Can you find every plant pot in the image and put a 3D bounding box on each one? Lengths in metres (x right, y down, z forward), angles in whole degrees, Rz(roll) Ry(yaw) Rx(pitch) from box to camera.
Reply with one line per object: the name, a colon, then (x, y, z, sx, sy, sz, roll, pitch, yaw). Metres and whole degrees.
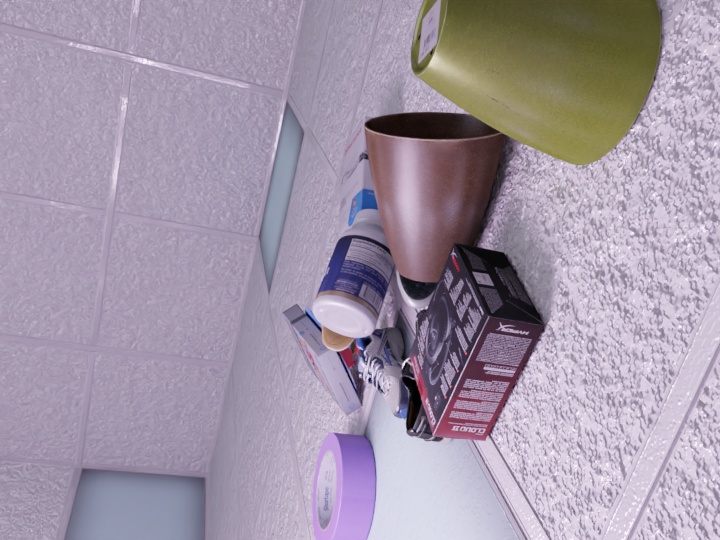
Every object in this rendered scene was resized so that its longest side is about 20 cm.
plant pot: (0.158, -0.219, 0.701, 0.187, 0.196, 0.191, -171, 90, -74)
plant pot: (0.097, -0.095, 0.938, 0.187, 0.183, 0.204, -120, 27, -65)

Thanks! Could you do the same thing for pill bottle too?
pill bottle: (0.000, 0.000, 1.177, 0.111, 0.110, 0.202, 128, 165, -59)

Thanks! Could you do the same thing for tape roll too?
tape roll: (-0.033, 0.402, 1.273, 0.200, 0.064, 0.204, -171, 90, -75)

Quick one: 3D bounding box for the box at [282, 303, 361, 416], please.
box: (-0.078, 0.174, 1.379, 0.200, 0.041, 0.158, 38, 155, 56)

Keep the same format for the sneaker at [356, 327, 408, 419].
sneaker: (0.033, 0.165, 1.132, 0.201, 0.084, 0.078, -110, 33, -58)

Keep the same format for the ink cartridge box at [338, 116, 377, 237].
ink cartridge box: (0.018, -0.176, 1.374, 0.145, 0.083, 0.204, 139, 137, -65)

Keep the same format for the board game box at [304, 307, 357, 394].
board game box: (-0.044, 0.151, 1.383, 0.201, 0.039, 0.159, 52, 164, 32)

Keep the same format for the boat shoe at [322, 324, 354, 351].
boat shoe: (-0.017, 0.063, 1.250, 0.070, 0.070, 0.202, 95, -167, -60)

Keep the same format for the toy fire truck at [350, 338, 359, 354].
toy fire truck: (-0.001, 0.108, 1.348, 0.200, 0.048, 0.144, 129, 143, -65)

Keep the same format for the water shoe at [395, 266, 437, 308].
water shoe: (0.090, 0.000, 1.093, 0.202, 0.070, 0.080, -93, -2, -49)

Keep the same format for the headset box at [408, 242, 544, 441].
headset box: (0.129, 0.094, 0.851, 0.150, 0.076, 0.203, -105, 27, -56)

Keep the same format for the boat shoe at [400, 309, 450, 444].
boat shoe: (0.091, 0.140, 0.982, 0.072, 0.066, 0.203, 119, 156, -53)
